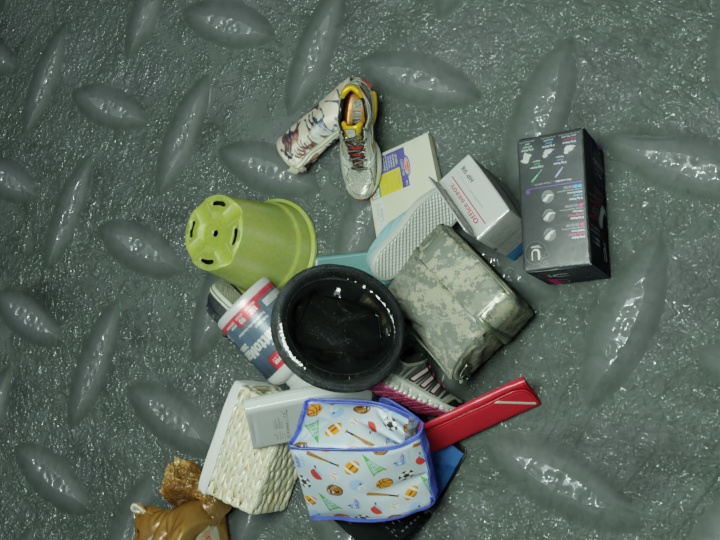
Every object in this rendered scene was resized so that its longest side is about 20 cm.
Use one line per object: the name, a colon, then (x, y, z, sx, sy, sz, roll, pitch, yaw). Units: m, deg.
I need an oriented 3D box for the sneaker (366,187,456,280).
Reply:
sneaker: (0.081, -0.074, 1.444, 0.199, 0.074, 0.082, -41, 26, -3)

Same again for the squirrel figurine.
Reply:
squirrel figurine: (-0.328, 0.449, 1.617, 0.184, 0.141, 0.204, 3, 68, 41)

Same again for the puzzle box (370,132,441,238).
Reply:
puzzle box: (0.081, -0.119, 1.513, 0.131, 0.025, 0.204, -20, 66, 26)

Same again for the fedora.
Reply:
fedora: (-0.036, 0.091, 1.302, 0.196, 0.092, 0.205, 3, 73, -9)

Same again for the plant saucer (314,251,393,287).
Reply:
plant saucer: (0.000, 0.000, 1.554, 0.196, 0.019, 0.072, -5, 78, 31)

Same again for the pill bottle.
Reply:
pill bottle: (-0.137, 0.123, 1.521, 0.120, 0.120, 0.200, -44, 90, 16)

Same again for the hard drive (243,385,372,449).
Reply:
hard drive: (-0.080, 0.224, 1.401, 0.195, 0.133, 0.027, -10, 53, -8)

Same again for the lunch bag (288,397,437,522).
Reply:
lunch bag: (0.012, 0.283, 1.332, 0.195, 0.172, 0.125, -1, 39, 17)

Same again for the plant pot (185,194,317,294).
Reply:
plant pot: (-0.208, -0.051, 1.592, 0.197, 0.183, 0.205, -7, 76, 29)

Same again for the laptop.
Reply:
laptop: (0.039, 0.321, 1.417, 0.176, 0.198, 0.105, 34, 135, 31)

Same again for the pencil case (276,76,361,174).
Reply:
pencil case: (-0.062, -0.260, 1.605, 0.199, 0.078, 0.090, -38, 39, 19)

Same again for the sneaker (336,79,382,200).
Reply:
sneaker: (-0.011, -0.221, 1.510, 0.076, 0.082, 0.205, -3, 98, 17)

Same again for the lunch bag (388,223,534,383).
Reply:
lunch bag: (0.144, 0.052, 1.384, 0.168, 0.139, 0.200, -46, 62, 8)

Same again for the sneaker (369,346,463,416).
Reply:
sneaker: (0.090, 0.166, 1.375, 0.073, 0.198, 0.089, -15, 53, 53)

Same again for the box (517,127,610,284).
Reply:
box: (0.304, -0.092, 1.327, 0.104, 0.122, 0.205, -7, 76, 29)

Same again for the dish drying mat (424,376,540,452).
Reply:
dish drying mat: (0.174, 0.226, 1.360, 0.197, 0.077, 0.018, -28, 46, 15)

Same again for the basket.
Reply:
basket: (-0.172, 0.307, 1.532, 0.122, 0.135, 0.204, 21, 91, 28)

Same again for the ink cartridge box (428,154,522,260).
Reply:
ink cartridge box: (0.192, -0.097, 1.349, 0.066, 0.199, 0.117, -40, 63, 16)

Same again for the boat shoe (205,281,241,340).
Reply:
boat shoe: (-0.217, 0.105, 1.633, 0.200, 0.074, 0.063, 44, 115, 25)
